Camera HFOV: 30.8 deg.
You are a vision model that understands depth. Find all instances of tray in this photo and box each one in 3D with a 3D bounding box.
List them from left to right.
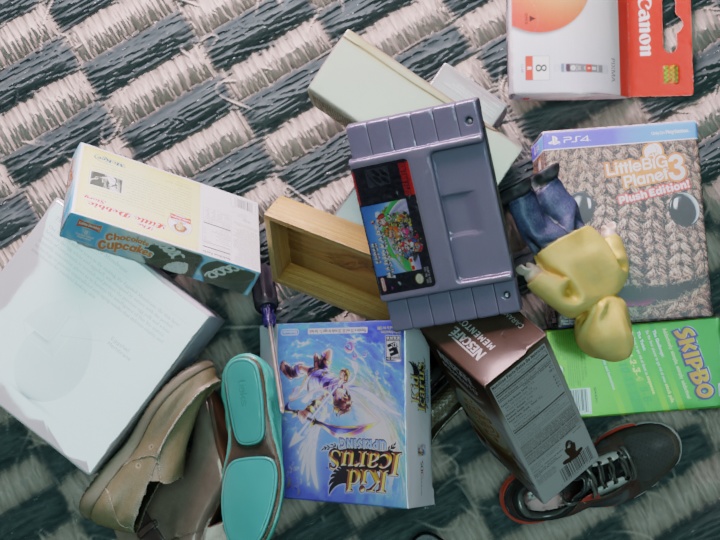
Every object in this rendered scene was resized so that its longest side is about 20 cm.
[{"bbox_3d":[0.000,0.000,1.312,0.200,0.099,0.037,22,51,22],"label":"tray"}]

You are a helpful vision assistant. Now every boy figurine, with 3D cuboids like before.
[{"bbox_3d":[0.211,-0.005,1.273,0.124,0.064,0.200,-31,91,-28],"label":"boy figurine"}]

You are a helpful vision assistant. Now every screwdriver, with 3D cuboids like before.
[{"bbox_3d":[-0.092,0.071,1.336,0.028,0.029,0.200,12,45,-24],"label":"screwdriver"}]

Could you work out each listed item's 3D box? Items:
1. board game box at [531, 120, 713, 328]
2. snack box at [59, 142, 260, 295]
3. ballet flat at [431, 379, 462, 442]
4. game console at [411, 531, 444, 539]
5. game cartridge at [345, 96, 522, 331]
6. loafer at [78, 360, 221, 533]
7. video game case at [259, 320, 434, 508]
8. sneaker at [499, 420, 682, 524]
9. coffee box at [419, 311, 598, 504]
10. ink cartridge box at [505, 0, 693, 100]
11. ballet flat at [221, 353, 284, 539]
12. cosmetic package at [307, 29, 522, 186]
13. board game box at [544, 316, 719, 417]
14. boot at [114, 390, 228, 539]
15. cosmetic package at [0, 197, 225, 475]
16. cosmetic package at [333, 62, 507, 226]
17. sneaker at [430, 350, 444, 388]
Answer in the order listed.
[{"bbox_3d":[0.268,-0.045,1.356,0.159,0.097,0.200,-5,87,1],"label":"board game box"},{"bbox_3d":[-0.199,-0.052,1.325,0.200,0.116,0.037,19,126,-20],"label":"snack box"},{"bbox_3d":[0.091,0.148,1.367,0.046,0.067,0.200,37,82,11],"label":"ballet flat"},{"bbox_3d":[0.099,0.393,1.326,0.200,0.118,0.171,34,88,2],"label":"game console"},{"bbox_3d":[0.066,-0.048,1.200,0.129,0.038,0.200,-11,102,11],"label":"game cartridge"},{"bbox_3d":[-0.199,0.180,1.318,0.067,0.076,0.200,37,90,6],"label":"loafer"},{"bbox_3d":[-0.018,0.142,1.320,0.200,0.045,0.182,-4,87,41],"label":"video game case"},{"bbox_3d":[0.243,0.217,1.350,0.200,0.082,0.077,-24,87,0],"label":"sneaker"},{"bbox_3d":[0.148,0.120,1.282,0.080,0.114,0.200,-38,131,-10],"label":"coffee box"},{"bbox_3d":[0.255,-0.263,1.391,0.200,0.050,0.163,-1,87,4],"label":"ink cartridge box"},{"bbox_3d":[-0.102,0.184,1.320,0.067,0.070,0.200,-5,82,19],"label":"ballet flat"},{"bbox_3d":[0.051,-0.139,1.257,0.200,0.104,0.073,34,90,1],"label":"cosmetic package"},{"bbox_3d":[0.298,0.103,1.383,0.200,0.030,0.096,-5,88,3],"label":"board game box"},{"bbox_3d":[-0.191,0.237,1.369,0.146,0.070,0.200,-20,77,10],"label":"boot"},{"bbox_3d":[-0.281,0.067,1.346,0.199,0.123,0.200,37,89,4],"label":"cosmetic package"},{"bbox_3d":[0.060,-0.106,1.359,0.090,0.107,0.200,33,90,3],"label":"cosmetic package"},{"bbox_3d":[0.038,0.110,1.357,0.080,0.086,0.200,37,88,4],"label":"sneaker"}]
